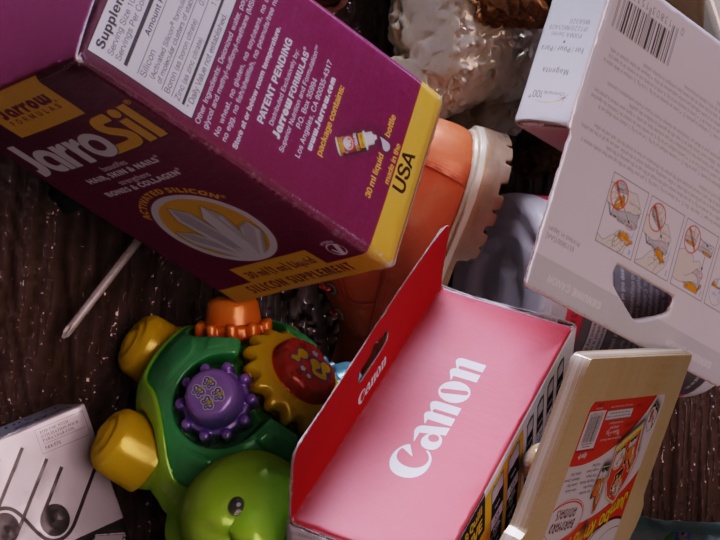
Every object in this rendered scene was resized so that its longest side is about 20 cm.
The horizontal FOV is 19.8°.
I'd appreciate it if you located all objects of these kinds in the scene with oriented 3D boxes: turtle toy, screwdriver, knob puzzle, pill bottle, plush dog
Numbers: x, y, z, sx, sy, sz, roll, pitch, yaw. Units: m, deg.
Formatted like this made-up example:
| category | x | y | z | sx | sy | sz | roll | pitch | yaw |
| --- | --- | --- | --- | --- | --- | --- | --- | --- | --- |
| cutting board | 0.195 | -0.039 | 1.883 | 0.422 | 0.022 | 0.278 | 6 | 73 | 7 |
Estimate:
| category | x | y | z | sx | sy | sz | roll | pitch | yaw |
| --- | --- | --- | --- | --- | --- | --- | --- | --- | --- |
| turtle toy | -0.057 | 0.093 | 1.079 | 0.145 | 0.101 | 0.201 | 33 | 35 | -18 |
| screwdriver | -0.102 | -0.041 | 1.137 | 0.028 | 0.029 | 0.201 | 44 | 64 | -20 |
| knob puzzle | 0.102 | 0.133 | 1.071 | 0.220 | 0.030 | 0.221 | -47 | 149 | -40 |
| pill bottle | 0.163 | 0.018 | 1.240 | 0.198 | 0.110 | 0.112 | 6 | 85 | -28 |
| plush dog | 0.084 | -0.143 | 1.197 | 0.171 | 0.159 | 0.202 | -3 | 89 | -52 |

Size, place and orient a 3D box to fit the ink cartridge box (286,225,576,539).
| category | x | y | z | sx | sy | sz | roll | pitch | yaw |
| --- | --- | --- | --- | --- | --- | --- | --- | --- | --- |
| ink cartridge box | 0.037 | 0.106 | 1.045 | 0.200 | 0.083 | 0.177 | -56 | 156 | -46 |

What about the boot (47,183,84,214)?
| category | x | y | z | sx | sy | sz | roll | pitch | yaw |
| --- | --- | --- | --- | --- | --- | --- | --- | --- | --- |
| boot | -0.136 | -0.149 | 1.101 | 0.198 | 0.073 | 0.163 | -47 | 112 | -30 |

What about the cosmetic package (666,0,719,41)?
| category | x | y | z | sx | sy | sz | roll | pitch | yaw |
| --- | --- | --- | --- | --- | --- | --- | --- | --- | --- |
| cosmetic package | 0.219 | -0.227 | 1.303 | 0.105 | 0.071 | 0.202 | -24 | 100 | -27 |

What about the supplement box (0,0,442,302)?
| category | x | y | z | sx | sy | sz | roll | pitch | yaw |
| --- | --- | --- | --- | --- | --- | --- | --- | --- | --- |
| supplement box | -0.079 | -0.080 | 1.007 | 0.199 | 0.130 | 0.104 | 33 | 62 | -30 |

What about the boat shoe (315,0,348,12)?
| category | x | y | z | sx | sy | sz | roll | pitch | yaw |
| --- | --- | --- | --- | --- | --- | --- | --- | --- | --- |
| boat shoe | -0.088 | -0.174 | 1.056 | 0.198 | 0.070 | 0.071 | 3 | 76 | -31 |

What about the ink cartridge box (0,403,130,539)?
| category | x | y | z | sx | sy | sz | roll | pitch | yaw |
| --- | --- | --- | --- | --- | --- | --- | --- | --- | --- |
| ink cartridge box | -0.220 | 0.147 | 1.058 | 0.199 | 0.044 | 0.095 | -22 | 97 | -28 |

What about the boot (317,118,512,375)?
| category | x | y | z | sx | sy | sz | roll | pitch | yaw |
| --- | --- | --- | --- | --- | --- | --- | --- | --- | --- |
| boot | 0.000 | 0.000 | 1.149 | 0.106 | 0.075 | 0.201 | 15 | 112 | -14 |

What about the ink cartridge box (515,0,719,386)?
| category | x | y | z | sx | sy | sz | roll | pitch | yaw |
| --- | --- | --- | --- | --- | --- | --- | --- | --- | --- |
| ink cartridge box | 0.156 | -0.048 | 1.131 | 0.199 | 0.043 | 0.175 | 26 | 80 | -45 |

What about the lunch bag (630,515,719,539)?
| category | x | y | z | sx | sy | sz | roll | pitch | yaw |
| --- | --- | --- | --- | --- | --- | --- | --- | --- | --- |
| lunch bag | 0.235 | 0.235 | 1.221 | 0.121 | 0.199 | 0.172 | 14 | 82 | -28 |
